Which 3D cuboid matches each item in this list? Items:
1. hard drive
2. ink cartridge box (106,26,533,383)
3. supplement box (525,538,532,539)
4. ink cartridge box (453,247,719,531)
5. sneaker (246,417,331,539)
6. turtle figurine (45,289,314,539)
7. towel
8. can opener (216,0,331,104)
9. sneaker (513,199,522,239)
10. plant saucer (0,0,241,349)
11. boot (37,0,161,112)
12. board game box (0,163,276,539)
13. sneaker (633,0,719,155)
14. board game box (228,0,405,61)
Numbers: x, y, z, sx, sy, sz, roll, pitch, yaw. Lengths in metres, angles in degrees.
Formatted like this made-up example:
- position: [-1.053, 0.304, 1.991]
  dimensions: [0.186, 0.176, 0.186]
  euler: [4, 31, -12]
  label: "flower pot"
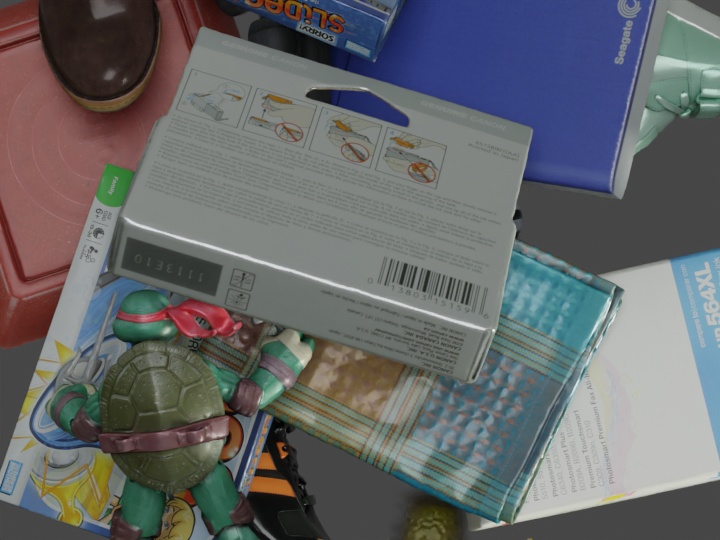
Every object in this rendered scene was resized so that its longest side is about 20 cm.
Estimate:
- position: [0.072, -0.121, 1.443]
  dimensions: [0.200, 0.025, 0.132]
  euler: [10, 81, 26]
  label: "hard drive"
- position: [-0.017, -0.038, 1.308]
  dimensions: [0.200, 0.044, 0.174]
  euler: [17, 40, -1]
  label: "ink cartridge box"
- position: [0.053, 0.247, 1.351]
  dimensions: [0.074, 0.200, 0.126]
  euler: [-31, 82, -42]
  label: "supplement box"
- position: [0.124, 0.073, 1.410]
  dimensions: [0.200, 0.129, 0.125]
  euler: [-11, 82, -3]
  label: "ink cartridge box"
- position: [-0.061, 0.105, 1.430]
  dimensions: [0.200, 0.070, 0.090]
  euler: [43, 87, 6]
  label: "sneaker"
- position: [-0.103, 0.080, 1.311]
  dimensions: [0.150, 0.101, 0.200]
  euler: [-4, 98, 14]
  label: "turtle figurine"
- position: [0.024, 0.034, 1.344]
  dimensions: [0.200, 0.022, 0.147]
  euler: [25, 87, 9]
  label: "towel"
- position: [-0.053, -0.127, 1.466]
  dimensions: [0.053, 0.067, 0.200]
  euler: [11, 73, -40]
  label: "can opener"
- position: [0.000, 0.000, 1.442]
  dimensions: [0.200, 0.088, 0.074]
  euler: [-14, 83, 5]
  label: "sneaker"
- position: [-0.155, -0.078, 1.469]
  dimensions: [0.200, 0.037, 0.200]
  euler: [-18, 83, -3]
  label: "plant saucer"
- position: [-0.163, -0.208, 1.394]
  dimensions: [0.072, 0.166, 0.200]
  euler: [-8, 60, 2]
  label: "boot"
- position: [-0.110, 0.055, 1.388]
  dimensions: [0.135, 0.034, 0.200]
  euler: [17, 86, 10]
  label: "board game box"
- position: [0.194, -0.092, 1.464]
  dimensions: [0.200, 0.074, 0.118]
  euler: [27, 86, 2]
  label: "sneaker"
- position: [-0.017, -0.220, 1.435]
  dimensions: [0.135, 0.034, 0.200]
  euler: [23, 49, 4]
  label: "board game box"
